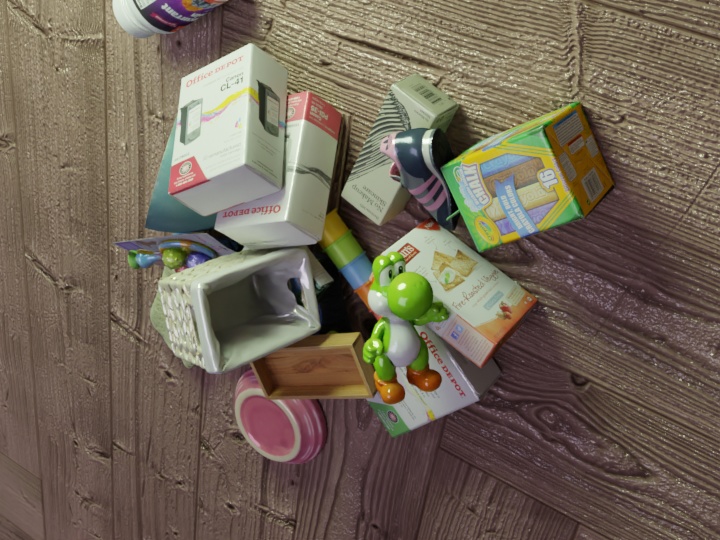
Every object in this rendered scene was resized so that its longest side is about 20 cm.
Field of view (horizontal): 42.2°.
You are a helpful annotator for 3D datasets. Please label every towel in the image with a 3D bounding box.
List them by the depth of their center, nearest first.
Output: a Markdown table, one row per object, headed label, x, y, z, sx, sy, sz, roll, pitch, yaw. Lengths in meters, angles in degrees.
| label | x | y | z | sx | sy | sz | roll | pitch | yaw |
| --- | --- | --- | --- | --- | --- | --- | --- | --- | --- |
| towel | -0.321 | 0.072 | 1.702 | 0.148 | 0.036 | 0.201 | 43 | 130 | 20 |

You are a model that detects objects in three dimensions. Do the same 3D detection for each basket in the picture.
| label | x | y | z | sx | sy | sz | roll | pitch | yaw |
| --- | --- | --- | --- | --- | --- | --- | --- | --- | --- |
| basket | -0.176 | 0.050 | 1.351 | 0.123 | 0.199 | 0.136 | 5 | 110 | 47 |

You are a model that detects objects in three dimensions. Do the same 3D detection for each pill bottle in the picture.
| label | x | y | z | sx | sy | sz | roll | pitch | yaw |
| --- | --- | --- | --- | --- | --- | --- | --- | --- | --- |
| pill bottle | -0.275 | -0.416 | 1.372 | 0.199 | 0.111 | 0.112 | -15 | 104 | 41 |

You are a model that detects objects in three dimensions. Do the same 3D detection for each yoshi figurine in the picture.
| label | x | y | z | sx | sy | sz | roll | pitch | yaw |
| --- | --- | --- | --- | --- | --- | --- | --- | --- | --- |
| yoshi figurine | 0.058 | 0.078 | 1.224 | 0.111 | 0.112 | 0.201 | 0 | 115 | 21 |

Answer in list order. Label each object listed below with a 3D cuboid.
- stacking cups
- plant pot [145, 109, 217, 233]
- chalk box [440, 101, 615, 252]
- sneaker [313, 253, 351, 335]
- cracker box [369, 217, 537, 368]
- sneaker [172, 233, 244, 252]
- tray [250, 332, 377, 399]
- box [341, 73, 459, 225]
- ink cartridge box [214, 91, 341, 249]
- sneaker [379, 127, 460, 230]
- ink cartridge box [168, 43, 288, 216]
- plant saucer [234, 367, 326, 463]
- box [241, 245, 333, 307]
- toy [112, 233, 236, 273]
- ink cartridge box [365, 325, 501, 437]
| label | x | y | z | sx | sy | sz | roll | pitch | yaw |
| --- | --- | --- | --- | --- | --- | --- | --- | --- | --- |
| stacking cups | 0.000 | 0.000 | 1.430 | 0.200 | 0.060 | 0.060 | 52 | 132 | -2 |
| plant pot | -0.244 | -0.142 | 1.465 | 0.134 | 0.201 | 0.201 | 17 | 129 | -10 |
| chalk box | 0.194 | -0.112 | 1.184 | 0.199 | 0.124 | 0.124 | -18 | 103 | 39 |
| sneaker | -0.066 | 0.067 | 1.501 | 0.078 | 0.066 | 0.201 | 15 | 118 | 54 |
| cracker box | 0.130 | 0.026 | 1.296 | 0.200 | 0.134 | 0.058 | 38 | 132 | 14 |
| sneaker | -0.236 | -0.033 | 1.585 | 0.199 | 0.066 | 0.079 | 28 | 116 | 21 |
| tray | -0.075 | 0.149 | 1.442 | 0.199 | 0.037 | 0.099 | -5 | 119 | 31 |
| box | 0.052 | -0.165 | 1.296 | 0.082 | 0.068 | 0.201 | 38 | 130 | 14 |
| ink cartridge box | -0.118 | -0.142 | 1.352 | 0.146 | 0.083 | 0.201 | -4 | 69 | 37 |
| sneaker | 0.085 | -0.123 | 1.245 | 0.082 | 0.070 | 0.200 | 4 | 150 | 20 |
| ink cartridge box | -0.185 | -0.195 | 1.314 | 0.147 | 0.085 | 0.201 | -17 | 61 | 31 |
| plant saucer | -0.155 | 0.269 | 1.690 | 0.200 | 0.051 | 0.202 | 16 | 121 | 28 |
| box | -0.138 | 0.023 | 1.461 | 0.145 | 0.036 | 0.200 | 51 | 134 | 14 |
| toy | -0.296 | -0.016 | 1.517 | 0.199 | 0.115 | 0.048 | 0 | 71 | 31 |
| ink cartridge box | 0.092 | 0.149 | 1.422 | 0.200 | 0.084 | 0.145 | -33 | 92 | 43 |
